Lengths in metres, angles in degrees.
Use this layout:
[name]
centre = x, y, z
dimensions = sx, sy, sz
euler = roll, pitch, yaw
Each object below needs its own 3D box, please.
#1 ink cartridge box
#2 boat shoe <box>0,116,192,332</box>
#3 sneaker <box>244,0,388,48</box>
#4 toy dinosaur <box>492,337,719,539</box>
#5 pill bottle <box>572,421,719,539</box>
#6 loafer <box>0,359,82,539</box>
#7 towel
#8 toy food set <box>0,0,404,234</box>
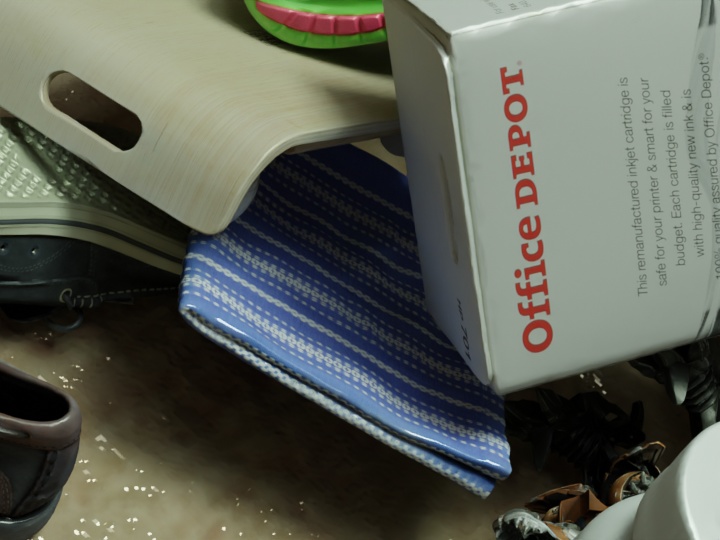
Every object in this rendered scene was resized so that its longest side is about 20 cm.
[ink cartridge box]
centre = 0.120, -0.055, 0.954
dimensions = 0.200, 0.147, 0.086
euler = -14, 25, -12
[boat shoe]
centre = -0.120, -0.016, 0.976
dimensions = 0.200, 0.062, 0.075
euler = 7, 41, -47
[sneaker]
centre = 0.052, -0.128, 1.009
dimensions = 0.200, 0.077, 0.084
euler = 7, 34, -5
[toy dinosaur]
centre = 0.115, 0.105, 1.001
dimensions = 0.200, 0.102, 0.136
euler = 32, 40, -63
[pill bottle]
centre = 0.099, 0.144, 0.852
dimensions = 0.110, 0.200, 0.110
euler = 17, 44, -17
[loafer]
centre = -0.187, 0.022, 0.894
dimensions = 0.200, 0.063, 0.072
euler = 30, 41, -4
[towel]
centre = 0.000, 0.000, 1.012
dimensions = 0.145, 0.024, 0.200
euler = 30, 25, -12
[toy food set]
centre = -0.049, -0.067, 1.008
dimensions = 0.143, 0.060, 0.200
euler = 32, 23, 25
